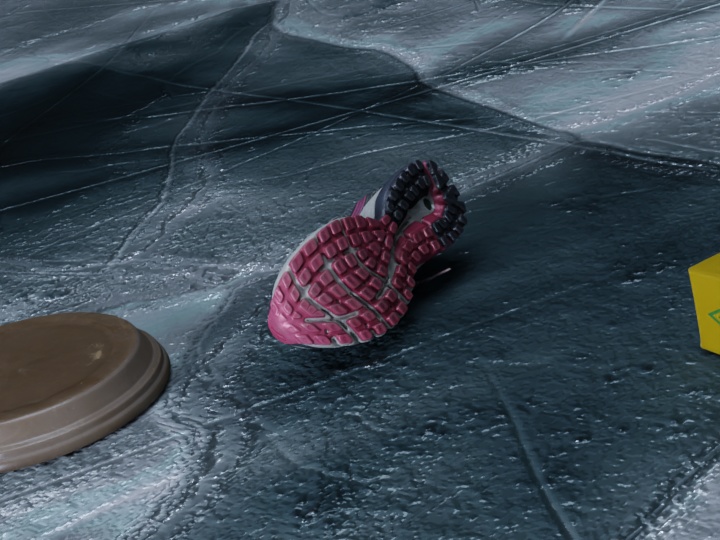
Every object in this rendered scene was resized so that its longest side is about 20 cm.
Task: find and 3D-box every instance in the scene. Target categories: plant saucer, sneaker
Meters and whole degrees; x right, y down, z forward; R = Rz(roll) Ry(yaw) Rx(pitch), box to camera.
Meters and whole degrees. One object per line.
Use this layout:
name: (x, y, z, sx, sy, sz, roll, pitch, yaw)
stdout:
plant saucer: (-0.225, 0.076, 1.144, 0.199, 0.030, 0.200, -11, 22, 4)
sneaker: (0.000, 0.000, 1.164, 0.075, 0.081, 0.200, -32, 4, 40)

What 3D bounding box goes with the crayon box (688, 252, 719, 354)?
crayon box: (0.319, 0.003, 0.981, 0.199, 0.059, 0.172, -23, 24, -25)
